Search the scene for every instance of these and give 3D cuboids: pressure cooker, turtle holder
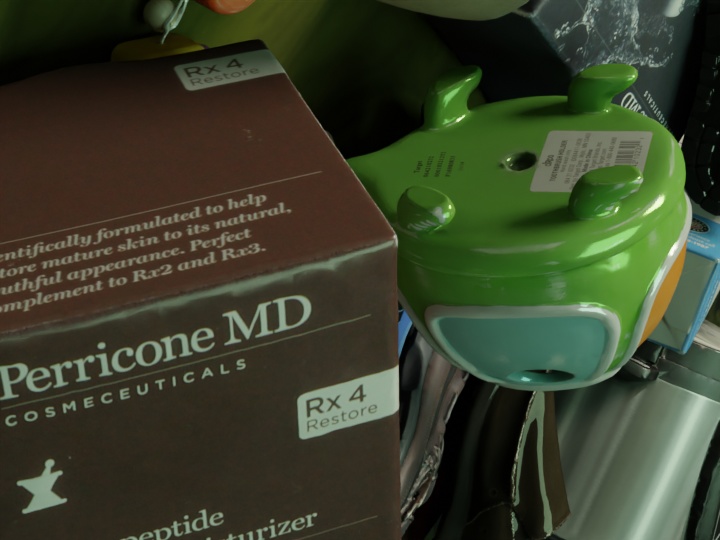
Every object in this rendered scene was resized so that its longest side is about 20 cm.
[{"bbox_3d":[0.163,0.081,1.106,0.178,0.176,0.200,21,97,-27],"label":"pressure cooker"},{"bbox_3d":[0.065,-0.008,0.839,0.185,0.141,0.132,-17,126,-5],"label":"turtle holder"}]

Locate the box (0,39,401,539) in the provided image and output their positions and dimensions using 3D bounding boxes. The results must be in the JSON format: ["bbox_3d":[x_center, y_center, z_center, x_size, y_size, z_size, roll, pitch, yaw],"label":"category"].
[{"bbox_3d":[-0.087,0.041,0.713,0.165,0.164,0.200,-13,128,-16],"label":"box"}]

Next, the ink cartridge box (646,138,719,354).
[{"bbox_3d":[0.172,-0.041,1.041,0.200,0.115,0.068,-46,155,-55],"label":"ink cartridge box"}]

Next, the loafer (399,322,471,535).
[{"bbox_3d":[0.025,0.094,0.939,0.063,0.072,0.200,39,43,-20],"label":"loafer"}]

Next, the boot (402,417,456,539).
[{"bbox_3d":[-0.018,0.173,0.976,0.189,0.068,0.200,-63,172,24],"label":"boot"}]

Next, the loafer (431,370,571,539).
[{"bbox_3d":[0.090,0.119,1.010,0.073,0.071,0.200,-44,150,-67],"label":"loafer"}]

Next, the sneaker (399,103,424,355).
[{"bbox_3d":[0.000,0.000,0.937,0.200,0.070,0.078,-51,128,-12],"label":"sneaker"}]

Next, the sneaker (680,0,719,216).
[{"bbox_3d":[0.223,-0.132,0.935,0.088,0.076,0.200,-38,148,-56],"label":"sneaker"}]

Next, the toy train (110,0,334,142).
[{"bbox_3d":[-0.050,-0.081,0.815,0.150,0.056,0.200,-42,141,-25],"label":"toy train"}]

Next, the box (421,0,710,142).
[{"bbox_3d":[0.132,-0.184,0.926,0.200,0.117,0.197,-57,146,-5],"label":"box"}]

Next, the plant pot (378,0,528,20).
[{"bbox_3d":[-0.006,-0.202,0.693,0.134,0.200,0.201,-2,117,-25],"label":"plant pot"}]
